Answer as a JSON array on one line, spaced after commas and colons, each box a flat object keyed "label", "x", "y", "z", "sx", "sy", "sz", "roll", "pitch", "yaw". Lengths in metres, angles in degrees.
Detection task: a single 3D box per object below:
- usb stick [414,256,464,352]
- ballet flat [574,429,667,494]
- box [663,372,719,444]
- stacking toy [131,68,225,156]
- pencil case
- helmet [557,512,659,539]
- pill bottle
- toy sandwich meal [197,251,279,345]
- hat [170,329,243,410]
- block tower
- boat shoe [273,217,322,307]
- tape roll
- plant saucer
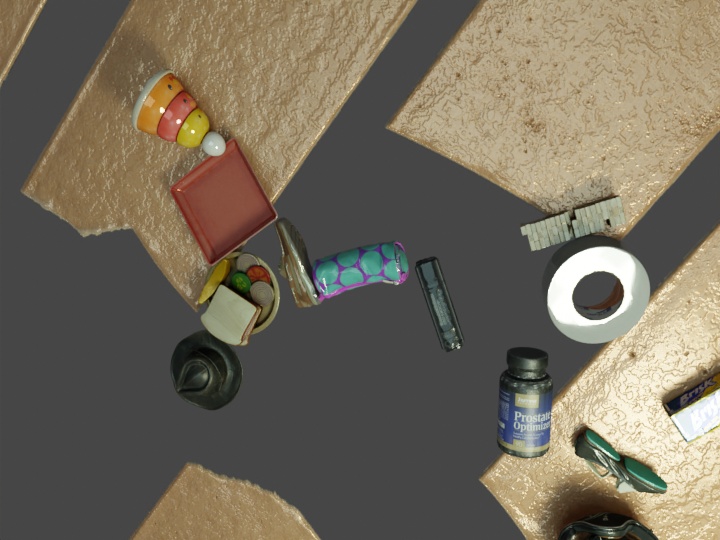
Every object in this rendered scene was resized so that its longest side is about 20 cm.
[{"label": "usb stick", "x": 0.168, "y": 0.071, "z": 1.446, "sx": 0.054, "sy": 0.033, "sz": 0.205, "roll": -18, "pitch": 95, "yaw": 7}, {"label": "ballet flat", "x": 0.532, "y": 0.410, "z": 1.416, "sx": 0.198, "sy": 0.068, "sz": 0.070, "roll": 34, "pitch": 115, "yaw": 15}, {"label": "box", "x": 0.708, "y": 0.255, "z": 1.349, "sx": 0.198, "sy": 0.064, "sz": 0.071, "roll": -36, "pitch": 92, "yaw": 14}, {"label": "stacking toy", "x": -0.369, "y": -0.312, "z": 1.447, "sx": 0.197, "sy": 0.146, "sz": 0.148, "roll": 34, "pitch": 105, "yaw": -6}, {"label": "pencil case", "x": 0.000, "y": 0.000, "z": 1.441, "sx": 0.194, "sy": 0.085, "sz": 0.095, "roll": -13, "pitch": 69, "yaw": 14}, {"label": "helmet", "x": 0.513, "y": 0.588, "z": 1.380, "sx": 0.186, "sy": 0.200, "sz": 0.205, "roll": 12, "pitch": 104, "yaw": -25}, {"label": "pill bottle", "x": 0.338, "y": 0.268, "z": 1.403, "sx": 0.108, "sy": 0.112, "sz": 0.207, "roll": 2, "pitch": 100, "yaw": 11}, {"label": "toy sandwich meal", "x": -0.274, "y": 0.061, "z": 1.516, "sx": 0.199, "sy": 0.070, "sz": 0.212, "roll": 2, "pitch": 100, "yaw": 11}, {"label": "hat", "x": -0.368, "y": 0.242, "z": 1.551, "sx": 0.195, "sy": 0.081, "sz": 0.207, "roll": 5, "pitch": 106, "yaw": 18}, {"label": "block tower", "x": 0.419, "y": -0.092, "z": 1.355, "sx": 0.195, "sy": 0.054, "sz": 0.059, "roll": -16, "pitch": 96, "yaw": 14}, {"label": "boat shoe", "x": -0.148, "y": -0.012, "z": 1.477, "sx": 0.070, "sy": 0.076, "sz": 0.205, "roll": -21, "pitch": 93, "yaw": 16}, {"label": "tape roll", "x": 0.458, "y": 0.037, "z": 1.339, "sx": 0.194, "sy": 0.067, "sz": 0.206, "roll": 1, "pitch": 113, "yaw": 3}, {"label": "plant saucer", "x": -0.295, "y": -0.148, "z": 1.492, "sx": 0.197, "sy": 0.037, "sz": 0.203, "roll": -33, "pitch": 84, "yaw": 16}]
